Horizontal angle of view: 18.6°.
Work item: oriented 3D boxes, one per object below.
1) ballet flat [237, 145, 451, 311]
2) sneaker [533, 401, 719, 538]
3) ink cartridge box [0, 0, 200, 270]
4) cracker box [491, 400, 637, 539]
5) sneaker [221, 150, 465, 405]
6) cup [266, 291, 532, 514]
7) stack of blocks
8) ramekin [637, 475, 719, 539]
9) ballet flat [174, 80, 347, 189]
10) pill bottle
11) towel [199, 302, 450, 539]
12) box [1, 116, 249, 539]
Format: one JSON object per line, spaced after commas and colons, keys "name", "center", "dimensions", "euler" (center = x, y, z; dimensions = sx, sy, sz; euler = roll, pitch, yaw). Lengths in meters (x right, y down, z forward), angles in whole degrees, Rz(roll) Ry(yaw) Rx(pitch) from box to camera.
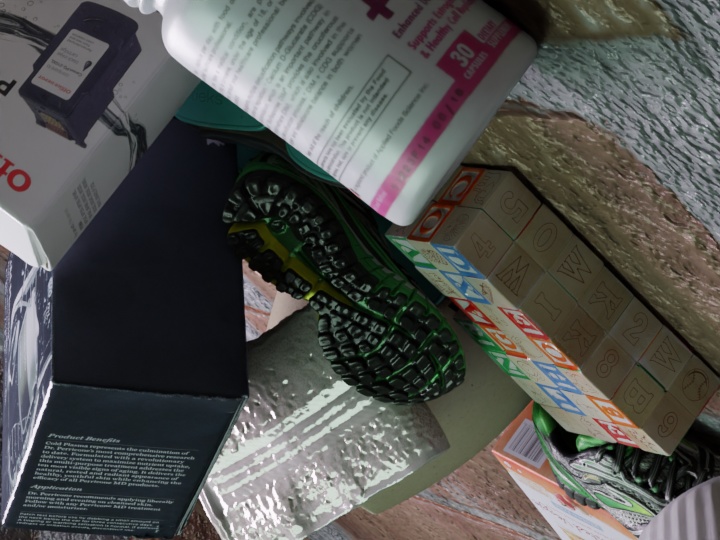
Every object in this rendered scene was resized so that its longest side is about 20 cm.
{"name": "ballet flat", "center": [-0.015, -0.042, 1.428], "dimensions": [0.200, 0.068, 0.072], "euler": [34, -174, 9]}
{"name": "sneaker", "center": [0.183, 0.134, 1.430], "dimensions": [0.200, 0.078, 0.085], "euler": [24, 160, 45]}
{"name": "ink cartridge box", "center": [-0.180, -0.125, 1.261], "dimensions": [0.145, 0.200, 0.084], "euler": [35, 166, 9]}
{"name": "cracker box", "center": [0.197, 0.188, 1.641], "dimensions": [0.134, 0.058, 0.200], "euler": [25, 162, 42]}
{"name": "sneaker", "center": [0.000, 0.000, 1.348], "dimensions": [0.200, 0.078, 0.085], "euler": [51, -153, -21]}
{"name": "cup", "center": [0.006, 0.083, 1.528], "dimensions": [0.200, 0.143, 0.200], "euler": [34, 176, 2]}
{"name": "stack of blocks", "center": [0.109, 0.023, 1.322], "dimensions": [0.200, 0.059, 0.115], "euler": [43, 165, -24]}
{"name": "ramekin", "center": [0.249, 0.209, 1.316], "dimensions": [0.200, 0.200, 0.105], "euler": [46, -153, -31]}
{"name": "ballet flat", "center": [-0.029, -0.093, 1.289], "dimensions": [0.200, 0.073, 0.073], "euler": [19, 158, 43]}
{"name": "pill bottle", "center": [-0.024, -0.123, 1.065], "dimensions": [0.200, 0.113, 0.113], "euler": [36, 166, 1]}
{"name": "towel", "center": [-0.045, 0.104, 1.448], "dimensions": [0.200, 0.034, 0.133], "euler": [-35, 84, 35]}
{"name": "box", "center": [-0.152, 0.036, 1.378], "dimensions": [0.124, 0.200, 0.197], "euler": [6, 147, -17]}
